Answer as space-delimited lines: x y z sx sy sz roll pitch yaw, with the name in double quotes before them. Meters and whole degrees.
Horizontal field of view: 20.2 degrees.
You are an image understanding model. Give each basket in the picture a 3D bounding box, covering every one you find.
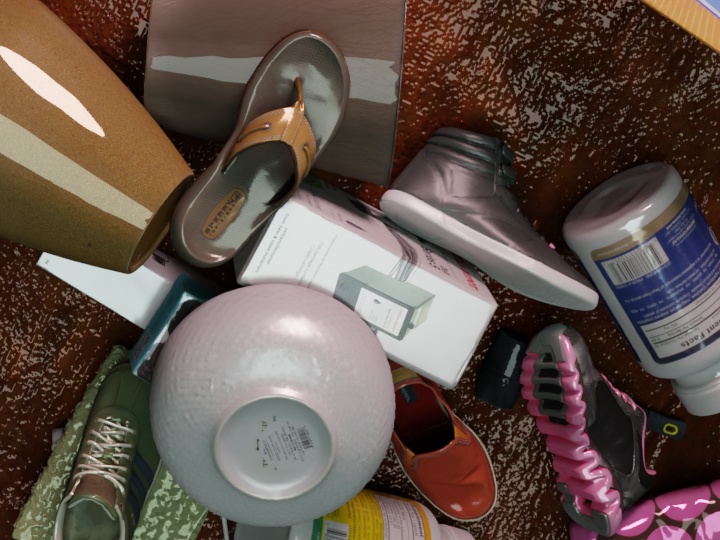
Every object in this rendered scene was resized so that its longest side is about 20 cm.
"basket" -0.069 -0.162 1.603 0.198 0.136 0.182 4 99 -3

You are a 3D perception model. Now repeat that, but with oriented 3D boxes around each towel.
"towel" -0.192 0.178 1.687 0.147 0.036 0.201 26 87 1

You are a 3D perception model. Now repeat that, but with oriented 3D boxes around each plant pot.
"plant pot" -0.233 -0.090 1.550 0.199 0.186 0.187 33 102 4

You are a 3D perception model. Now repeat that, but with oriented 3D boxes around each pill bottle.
"pill bottle" 0.263 0.019 1.702 0.110 0.111 0.201 -32 108 4
"pill bottle" 0.000 0.243 1.730 0.199 0.113 0.114 17 106 -29

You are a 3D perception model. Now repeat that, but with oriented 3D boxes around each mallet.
"mallet" 0.191 0.119 1.767 0.199 0.041 0.066 27 101 -17

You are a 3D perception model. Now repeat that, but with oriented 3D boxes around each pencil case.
"pencil case" 0.285 0.242 1.788 0.198 0.091 0.094 -17 73 2

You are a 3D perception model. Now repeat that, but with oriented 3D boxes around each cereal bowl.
"cereal bowl" -0.068 0.117 1.570 0.198 0.083 0.202 -1 115 -2

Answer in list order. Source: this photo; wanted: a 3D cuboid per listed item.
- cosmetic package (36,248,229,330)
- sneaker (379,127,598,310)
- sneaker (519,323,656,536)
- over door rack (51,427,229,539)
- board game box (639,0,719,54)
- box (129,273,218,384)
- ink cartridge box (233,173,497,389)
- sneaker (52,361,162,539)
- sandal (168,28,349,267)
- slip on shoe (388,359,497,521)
"cosmetic package" -0.170 0.015 1.671 0.199 0.083 0.051 32 102 -15
"sneaker" 0.123 -0.048 1.666 0.199 0.071 0.100 29 73 -3
"sneaker" 0.202 0.124 1.727 0.095 0.079 0.201 -31 118 -25
"over door rack" -0.181 0.225 1.744 0.146 0.067 0.202 -7 108 -3
"board game box" 0.258 -0.302 1.555 0.199 0.200 0.201 31 103 -14
"box" -0.082 0.091 1.636 0.199 0.049 0.083 31 100 -17
"ink cartridge box" 0.000 0.000 1.650 0.199 0.146 0.084 27 102 -14
"sneaker" -0.202 0.173 1.623 0.066 0.090 0.202 13 86 2
"sandal" -0.073 -0.087 1.521 0.082 0.055 0.201 37 91 -19
"slip on shoe" 0.062 0.148 1.738 0.074 0.061 0.201 -25 122 5
